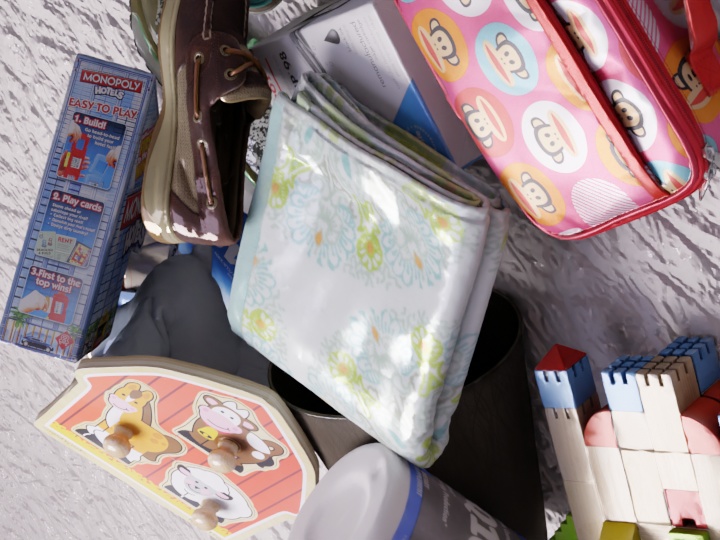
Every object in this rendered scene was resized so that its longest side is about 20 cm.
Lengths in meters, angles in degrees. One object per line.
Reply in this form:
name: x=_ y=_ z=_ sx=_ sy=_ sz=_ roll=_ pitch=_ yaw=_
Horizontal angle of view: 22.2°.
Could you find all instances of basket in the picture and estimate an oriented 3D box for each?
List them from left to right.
basket: x=0.051 y=0.127 z=1.276 sx=0.179 sy=0.136 sz=0.201 roll=-8 pitch=126 yaw=19

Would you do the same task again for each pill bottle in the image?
pill bottle: x=0.058 y=0.208 z=1.187 sx=0.199 sy=0.114 sz=0.114 roll=36 pitch=157 yaw=-23

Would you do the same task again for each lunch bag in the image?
lunch bag: x=0.120 y=-0.124 z=0.982 sx=0.201 sy=0.082 sz=0.176 roll=57 pitch=147 yaw=-7

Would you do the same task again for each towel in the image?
towel: x=0.000 y=0.000 z=1.122 sx=0.171 sy=0.048 sz=0.201 roll=36 pitch=130 yaw=30

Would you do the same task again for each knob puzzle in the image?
knob puzzle: x=-0.115 y=0.124 z=1.257 sx=0.218 sy=0.031 sz=0.220 roll=15 pitch=143 yaw=11

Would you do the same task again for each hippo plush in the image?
hippo plush: x=-0.116 y=0.079 z=1.388 sx=0.160 sy=0.201 sz=0.159 roll=33 pitch=156 yaw=-11

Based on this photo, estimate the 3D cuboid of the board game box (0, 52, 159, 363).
board game box: x=-0.186 y=-0.054 z=1.325 sx=0.061 sy=0.200 sz=0.201 roll=16 pitch=100 yaw=3

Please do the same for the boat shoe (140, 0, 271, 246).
boat shoe: x=-0.085 y=-0.114 z=1.155 sx=0.071 sy=0.072 sz=0.202 roll=7 pitch=85 yaw=27

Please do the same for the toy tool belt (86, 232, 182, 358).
toy tool belt: x=-0.212 y=0.013 z=1.548 sx=0.125 sy=0.123 sz=0.200 roll=49 pitch=150 yaw=9

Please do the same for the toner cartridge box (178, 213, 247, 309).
toner cartridge box: x=-0.082 y=-0.004 z=1.424 sx=0.200 sy=0.043 sz=0.095 roll=49 pitch=151 yaw=9

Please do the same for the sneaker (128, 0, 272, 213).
sneaker: x=-0.085 y=-0.141 z=1.291 sx=0.088 sy=0.077 sz=0.201 roll=-30 pitch=94 yaw=29

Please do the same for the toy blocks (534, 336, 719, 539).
toy blocks: x=0.191 y=0.104 z=1.106 sx=0.199 sy=0.100 sz=0.138 roll=0 pitch=112 yaw=43

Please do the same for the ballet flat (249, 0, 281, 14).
ballet flat: x=-0.124 y=-0.248 z=1.220 sx=0.200 sy=0.067 sz=0.064 roll=40 pitch=-171 yaw=-4

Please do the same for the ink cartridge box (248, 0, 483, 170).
ink cartridge box: x=0.003 y=-0.113 z=1.166 sx=0.199 sy=0.067 sz=0.116 roll=-9 pitch=112 yaw=58
